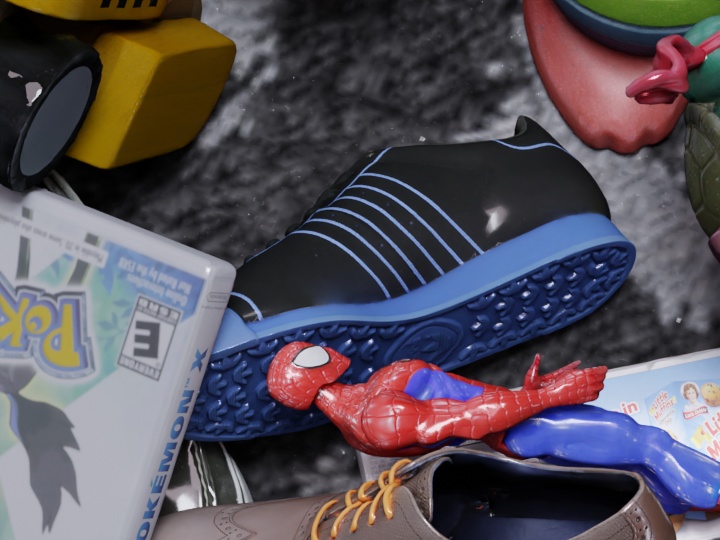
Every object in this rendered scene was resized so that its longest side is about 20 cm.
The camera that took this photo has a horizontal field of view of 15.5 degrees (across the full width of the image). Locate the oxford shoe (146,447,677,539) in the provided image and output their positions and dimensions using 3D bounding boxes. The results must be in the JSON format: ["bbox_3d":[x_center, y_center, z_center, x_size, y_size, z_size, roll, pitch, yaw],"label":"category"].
[{"bbox_3d":[0.010,0.089,0.892,0.200,0.073,0.071,-2,42,15],"label":"oxford shoe"}]

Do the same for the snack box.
[{"bbox_3d":[0.101,0.072,0.975,0.200,0.024,0.072,-11,72,-1],"label":"snack box"}]

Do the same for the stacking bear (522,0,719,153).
[{"bbox_3d":[0.112,-0.144,0.955,0.121,0.200,0.114,-29,73,-7],"label":"stacking bear"}]

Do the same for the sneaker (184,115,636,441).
[{"bbox_3d":[0.000,0.000,0.971,0.200,0.070,0.078,-16,55,-23],"label":"sneaker"}]

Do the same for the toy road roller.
[{"bbox_3d":[-0.113,-0.122,0.948,0.123,0.200,0.146,31,104,12],"label":"toy road roller"}]

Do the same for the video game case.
[{"bbox_3d":[-0.156,0.051,0.936,0.200,0.022,0.182,21,96,25],"label":"video game case"}]

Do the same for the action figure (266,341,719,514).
[{"bbox_3d":[0.065,0.054,0.921,0.200,0.065,0.052,9,85,-8],"label":"action figure"}]

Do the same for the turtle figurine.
[{"bbox_3d":[0.164,-0.028,0.893,0.101,0.150,0.200,-30,78,18],"label":"turtle figurine"}]

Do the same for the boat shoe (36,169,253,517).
[{"bbox_3d":[-0.099,0.045,0.973,0.071,0.064,0.200,-28,73,-7],"label":"boat shoe"}]
